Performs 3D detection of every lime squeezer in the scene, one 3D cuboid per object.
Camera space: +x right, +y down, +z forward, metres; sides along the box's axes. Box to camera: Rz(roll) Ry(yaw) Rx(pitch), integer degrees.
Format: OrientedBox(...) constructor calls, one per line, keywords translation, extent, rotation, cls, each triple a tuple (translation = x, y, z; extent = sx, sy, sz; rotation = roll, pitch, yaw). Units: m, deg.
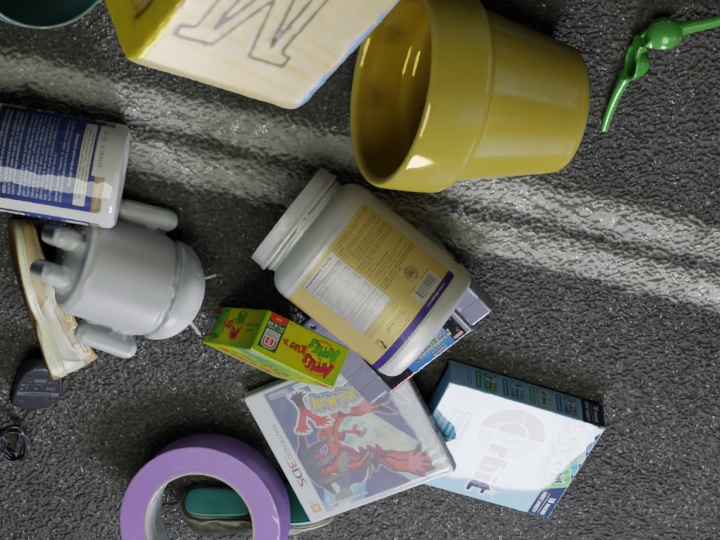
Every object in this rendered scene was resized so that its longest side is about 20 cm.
OrientedBox(translation=(0.297, -0.217, 1.666), extent=(0.200, 0.038, 0.071), rotation=(-40, 149, 28), cls="lime squeezer")

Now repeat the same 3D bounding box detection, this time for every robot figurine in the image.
OrientedBox(translation=(-0.254, 0.007, 1.802), extent=(0.200, 0.113, 0.170), rotation=(20, 90, -25), cls="robot figurine")

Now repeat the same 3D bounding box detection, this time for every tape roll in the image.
OrientedBox(translation=(-0.189, 0.303, 2.021), extent=(0.200, 0.066, 0.201), rotation=(2, 99, 10), cls="tape roll")

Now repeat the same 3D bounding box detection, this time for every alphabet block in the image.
OrientedBox(translation=(-0.103, -0.289, 1.475), extent=(0.200, 0.196, 0.196), rotation=(11, 133, -44), cls="alphabet block")

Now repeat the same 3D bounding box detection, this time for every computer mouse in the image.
OrientedBox(translation=(-0.403, 0.164, 2.002), extent=(0.059, 0.034, 0.200), rotation=(6, 136, -24), cls="computer mouse")

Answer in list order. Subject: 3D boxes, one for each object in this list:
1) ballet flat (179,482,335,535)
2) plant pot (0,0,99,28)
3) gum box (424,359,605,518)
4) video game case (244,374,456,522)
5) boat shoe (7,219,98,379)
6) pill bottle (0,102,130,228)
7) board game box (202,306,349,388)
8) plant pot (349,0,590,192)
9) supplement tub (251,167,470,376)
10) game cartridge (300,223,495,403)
OrientedBox(translation=(-0.126, 0.304, 2.083), extent=(0.200, 0.067, 0.064), rotation=(1, 143, 7), cls="ballet flat")
OrientedBox(translation=(-0.331, -0.326, 1.516), extent=(0.135, 0.200, 0.200), rotation=(12, 139, 39), cls="plant pot")
OrientedBox(translation=(0.168, 0.206, 1.998), extent=(0.200, 0.045, 0.170), rotation=(17, 127, -11), cls="gum box")
OrientedBox(translation=(-0.013, 0.192, 1.968), extent=(0.200, 0.023, 0.182), rotation=(-23, 104, 20), cls="video game case")
OrientedBox(translation=(-0.345, 0.025, 1.864), extent=(0.066, 0.074, 0.200), rotation=(-18, 122, -13), cls="boat shoe")
OrientedBox(translation=(-0.345, -0.113, 1.719), extent=(0.200, 0.111, 0.111), rotation=(9, 129, -6), cls="pill bottle")
OrientedBox(translation=(-0.096, 0.083, 1.825), extent=(0.101, 0.200, 0.048), rotation=(26, 81, -18), cls="board game box")
OrientedBox(translation=(0.112, -0.169, 1.614), extent=(0.189, 0.201, 0.201), rotation=(7, 130, -22), cls="plant pot")
OrientedBox(translation=(0.000, 0.000, 1.750), extent=(0.200, 0.145, 0.145), rotation=(38, 123, -2), cls="supplement tub")
OrientedBox(translation=(0.040, 0.053, 1.863), extent=(0.200, 0.038, 0.130), rotation=(-40, 93, 29), cls="game cartridge")
